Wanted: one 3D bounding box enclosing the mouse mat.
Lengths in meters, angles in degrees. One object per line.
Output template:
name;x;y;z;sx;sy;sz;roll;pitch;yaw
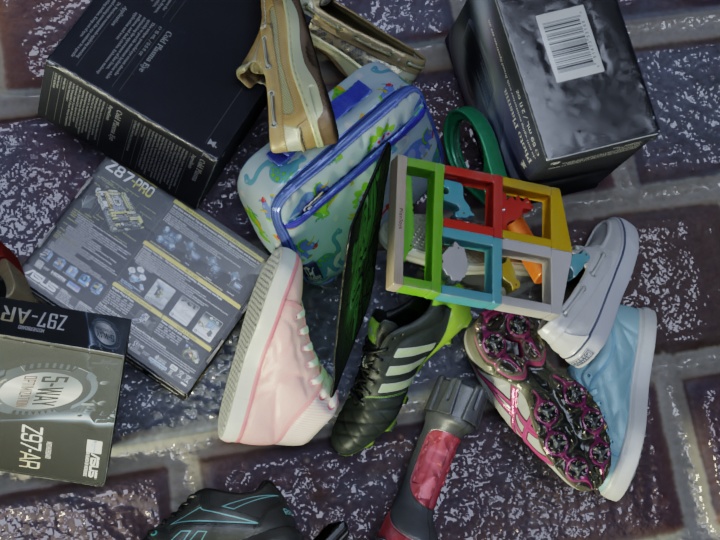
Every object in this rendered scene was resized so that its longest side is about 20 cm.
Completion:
mouse mat;0.000;0.000;1.330;0.008;0.200;0.161;12;39;8

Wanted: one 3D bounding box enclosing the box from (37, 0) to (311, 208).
box;-0.178;-0.197;1.390;0.182;0.104;0.200;31;61;-1

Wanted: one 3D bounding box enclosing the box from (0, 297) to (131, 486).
box;-0.293;0.108;1.279;0.160;0.200;0.044;11;46;-8

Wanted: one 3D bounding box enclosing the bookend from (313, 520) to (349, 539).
bookend;-0.023;0.371;1.319;0.200;0.092;0.199;46;74;1

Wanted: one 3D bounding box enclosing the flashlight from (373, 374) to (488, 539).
flashlight;0.069;0.201;1.383;0.068;0.068;0.200;20;78;12

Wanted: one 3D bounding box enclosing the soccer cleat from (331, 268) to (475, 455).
soccer cleat;0.025;0.086;1.381;0.081;0.068;0.200;35;93;-32

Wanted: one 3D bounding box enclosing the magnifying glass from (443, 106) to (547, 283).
magnifying glass;0.135;-0.075;1.418;0.022;0.080;0.200;-14;63;-23

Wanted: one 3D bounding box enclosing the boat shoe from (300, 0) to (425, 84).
boat shoe;-0.024;-0.253;1.458;0.200;0.073;0.063;39;118;-8

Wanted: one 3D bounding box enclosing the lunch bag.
lunch bag;-0.017;-0.093;1.383;0.200;0.161;0.082;-41;56;-16

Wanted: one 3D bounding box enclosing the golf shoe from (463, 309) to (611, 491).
golf shoe;0.173;0.127;1.406;0.073;0.092;0.200;-29;79;-19

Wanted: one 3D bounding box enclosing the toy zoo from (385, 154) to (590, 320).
toy zoo;0.121;-0.027;1.342;0.200;0.020;0.131;10;67;-19

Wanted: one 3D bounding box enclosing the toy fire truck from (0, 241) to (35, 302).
toy fire truck;-0.416;-0.012;1.317;0.176;0.129;0.200;-27;66;0

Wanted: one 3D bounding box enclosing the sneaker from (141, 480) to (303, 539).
sneaker;-0.157;0.251;1.343;0.200;0.075;0.079;-10;66;-18

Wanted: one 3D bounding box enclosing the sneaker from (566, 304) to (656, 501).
sneaker;0.241;0.127;1.436;0.082;0.074;0.200;11;67;0

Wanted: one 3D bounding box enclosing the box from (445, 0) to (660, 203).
box;0.180;-0.184;1.421;0.123;0.198;0.200;-15;81;-10

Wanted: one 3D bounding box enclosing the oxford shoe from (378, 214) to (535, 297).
oxford shoe;0.101;-0.010;1.411;0.200;0.058;0.075;9;41;-33

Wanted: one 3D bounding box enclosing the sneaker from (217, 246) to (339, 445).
sneaker;-0.061;0.078;1.360;0.105;0.075;0.200;13;108;-12

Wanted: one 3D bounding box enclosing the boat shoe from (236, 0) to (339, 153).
boat shoe;-0.079;-0.194;1.323;0.076;0.072;0.200;-17;56;3

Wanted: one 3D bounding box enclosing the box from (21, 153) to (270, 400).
box;-0.205;0.004;1.391;0.200;0.049;0.161;34;76;-1

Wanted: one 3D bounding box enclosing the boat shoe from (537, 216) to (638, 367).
boat shoe;0.222;0.005;1.419;0.065;0.074;0.200;36;41;-11
